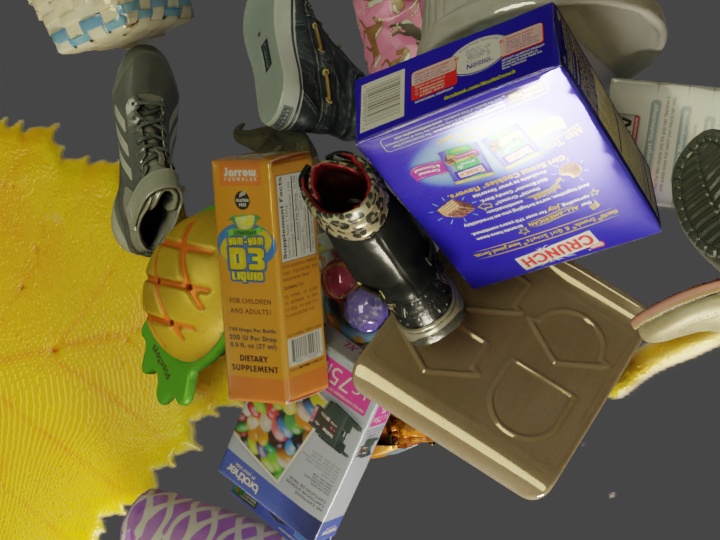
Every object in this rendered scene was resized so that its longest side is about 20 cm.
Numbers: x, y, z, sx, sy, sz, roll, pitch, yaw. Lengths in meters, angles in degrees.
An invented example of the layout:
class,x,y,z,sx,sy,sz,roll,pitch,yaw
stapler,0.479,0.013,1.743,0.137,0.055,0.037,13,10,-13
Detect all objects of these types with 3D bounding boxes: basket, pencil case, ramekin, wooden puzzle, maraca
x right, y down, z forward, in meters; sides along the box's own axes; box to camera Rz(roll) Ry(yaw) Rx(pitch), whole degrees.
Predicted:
class,x,y,z,sx,sy,sz,roll,pitch,yaw
basket,-0.254,-0.310,1.390,0.138,0.176,0.201,-13,93,30
pencil case,0.049,-0.163,1.290,0.082,0.087,0.201,-12,84,10
ramekin,0.142,-0.213,1.192,0.201,0.202,0.095,-13,71,25
pencil case,-0.127,0.267,1.365,0.199,0.084,0.086,17,135,26
wooden puzzle,0.117,0.069,1.218,0.185,0.046,0.200,31,63,11
maraca,-0.154,0.033,1.370,0.201,0.107,0.137,-60,40,25

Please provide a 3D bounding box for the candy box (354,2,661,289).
class,x,y,z,sx,sy,sz,roll,pitch,yaw
candy box,0.115,-0.087,1.125,0.168,0.200,0.077,-18,46,23

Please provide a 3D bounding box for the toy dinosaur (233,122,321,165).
class,x,y,z,sx,sy,sz,roll,pitch,yaw
toy dinosaur,-0.068,-0.087,1.334,0.102,0.077,0.200,-50,26,22

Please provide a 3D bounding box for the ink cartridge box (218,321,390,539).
class,x,y,z,sx,sy,sz,roll,pitch,yaw
ink cartridge box,-0.051,0.148,1.277,0.119,0.042,0.201,34,116,26

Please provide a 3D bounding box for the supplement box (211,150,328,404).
class,x,y,z,sx,sy,sz,roll,pitch,yaw
supplement box,-0.074,0.004,1.207,0.066,0.069,0.201,1,98,33

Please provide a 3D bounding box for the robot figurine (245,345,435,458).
class,x,y,z,sx,sy,sz,roll,pitch,yaw
robot figurine,-0.021,0.109,1.326,0.199,0.058,0.146,-7,81,25

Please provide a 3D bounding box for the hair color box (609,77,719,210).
class,x,y,z,sx,sy,sz,roll,pitch,yaw
hair color box,0.296,-0.093,1.181,0.199,0.061,0.100,9,92,25

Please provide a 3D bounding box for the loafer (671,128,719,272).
class,x,y,z,sx,sy,sz,roll,pitch,yaw
loafer,0.304,-0.019,1.110,0.075,0.069,0.201,-43,58,32

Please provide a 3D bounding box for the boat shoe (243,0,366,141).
class,x,y,z,sx,sy,sz,roll,pitch,yaw
boat shoe,-0.051,-0.201,1.352,0.071,0.090,0.201,-47,40,44

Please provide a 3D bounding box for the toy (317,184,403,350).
class,x,y,z,sx,sy,sz,roll,pitch,yaw
toy,0.000,0.000,1.293,0.115,0.047,0.201,-25,57,17

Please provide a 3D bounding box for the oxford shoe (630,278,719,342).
class,x,y,z,sx,sy,sz,roll,pitch,yaw
oxford shoe,0.313,0.038,1.164,0.199,0.071,0.074,-15,85,25

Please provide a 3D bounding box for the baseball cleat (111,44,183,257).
class,x,y,z,sx,sy,sz,roll,pitch,yaw
baseball cleat,-0.194,-0.113,1.400,0.106,0.069,0.201,15,106,60

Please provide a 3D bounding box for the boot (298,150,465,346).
class,x,y,z,sx,sy,sz,roll,pitch,yaw
boot,0.002,-0.046,1.180,0.073,0.154,0.204,-36,38,1
